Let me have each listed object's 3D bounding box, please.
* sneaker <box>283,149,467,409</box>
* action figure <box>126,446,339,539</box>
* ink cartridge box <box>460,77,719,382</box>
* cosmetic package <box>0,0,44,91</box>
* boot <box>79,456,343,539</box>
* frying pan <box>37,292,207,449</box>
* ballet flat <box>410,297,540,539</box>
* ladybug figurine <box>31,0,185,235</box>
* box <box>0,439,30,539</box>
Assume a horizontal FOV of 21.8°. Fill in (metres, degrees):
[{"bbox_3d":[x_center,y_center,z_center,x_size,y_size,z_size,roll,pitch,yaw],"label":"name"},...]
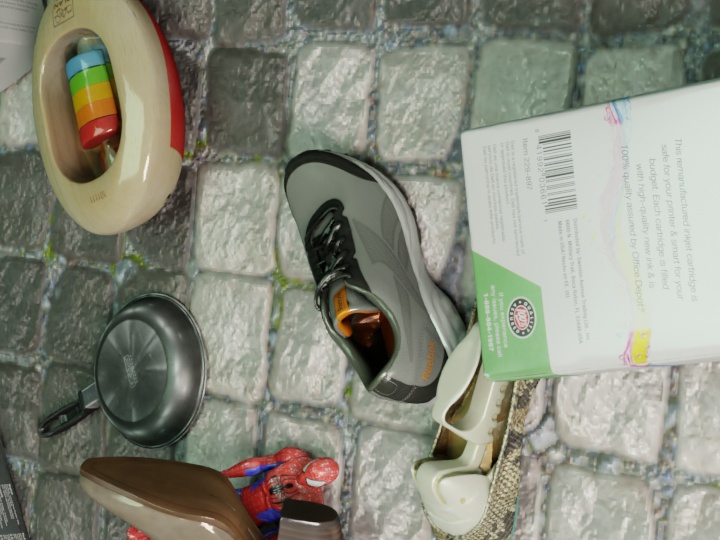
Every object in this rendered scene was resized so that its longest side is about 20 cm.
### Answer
[{"bbox_3d":[0.000,0.000,1.201,0.074,0.079,0.201,-49,57,32],"label":"sneaker"},{"bbox_3d":[-0.086,0.170,1.295,0.199,0.052,0.066,-31,65,35],"label":"action figure"},{"bbox_3d":[0.165,-0.020,1.030,0.199,0.087,0.146,-10,83,35],"label":"ink cartridge box"},{"bbox_3d":[-0.325,-0.253,1.490,0.085,0.107,0.201,-30,67,39],"label":"cosmetic package"},{"bbox_3d":[-0.097,0.211,1.237,0.199,0.070,0.147,13,113,11],"label":"boot"},{"bbox_3d":[-0.187,0.074,1.406,0.189,0.031,0.116,1,87,40],"label":"frying pan"},{"bbox_3d":[0.067,0.096,1.136,0.068,0.075,0.201,21,103,37],"label":"ballet flat"},{"bbox_3d":[-0.180,-0.124,1.374,0.135,0.072,0.201,-20,76,41],"label":"ladybug figurine"},{"bbox_3d":[-0.360,0.199,1.516,0.164,0.086,0.201,-36,65,36],"label":"box"}]
